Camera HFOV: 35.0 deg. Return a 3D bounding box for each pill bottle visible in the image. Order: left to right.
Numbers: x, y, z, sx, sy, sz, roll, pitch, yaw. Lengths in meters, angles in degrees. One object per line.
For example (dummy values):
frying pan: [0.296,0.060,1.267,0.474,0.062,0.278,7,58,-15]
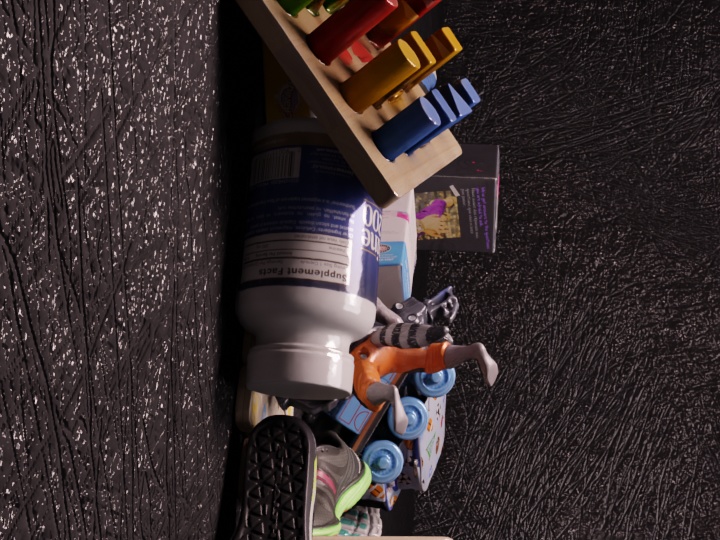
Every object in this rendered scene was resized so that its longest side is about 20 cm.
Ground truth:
pill bottle: [-0.040,-0.006,0.886,0.111,0.109,0.203,67,26,-74]

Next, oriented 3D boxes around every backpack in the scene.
backpack: [0.023,0.168,1.362,0.200,0.152,0.193,-65,147,-66]

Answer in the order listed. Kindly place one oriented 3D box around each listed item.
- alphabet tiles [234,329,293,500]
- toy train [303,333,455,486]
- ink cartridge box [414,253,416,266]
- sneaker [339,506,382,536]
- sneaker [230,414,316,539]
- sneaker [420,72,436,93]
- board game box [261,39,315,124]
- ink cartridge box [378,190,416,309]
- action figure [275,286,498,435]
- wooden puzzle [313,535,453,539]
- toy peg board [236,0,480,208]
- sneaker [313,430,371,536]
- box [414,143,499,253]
alphabet tiles: [-0.079,0.110,0.997,0.200,0.014,0.198,76,17,-67]
toy train: [0.019,0.137,1.231,0.201,0.114,0.087,-58,-174,-4]
ink cartridge box: [0.000,0.000,1.224,0.200,0.107,0.051,-71,162,-67]
sneaker: [-0.013,0.320,1.395,0.200,0.077,0.092,-57,165,-62]
sneaker: [-0.065,0.211,0.881,0.083,0.071,0.202,86,14,-60]
sneaker: [0.094,-0.318,2.016,0.200,0.076,0.113,32,55,-77]
board game box: [-0.052,-0.157,1.029,0.153,0.040,0.203,-73,164,-64]
ink cartridge box: [-0.004,-0.030,1.137,0.201,0.113,0.069,-79,164,-56]
action figure: [0.024,0.048,0.966,0.199,0.192,0.106,-35,130,-30]
wooden puzzle: [-0.010,0.333,1.013,0.046,0.183,0.203,-175,-92,-76]
toy peg board: [0.024,-0.174,0.874,0.200,0.097,0.200,55,24,-2]
sneaker: [-0.053,0.215,1.094,0.084,0.076,0.200,57,19,-3]
box: [0.078,-0.097,1.471,0.123,0.197,0.107,-75,166,-62]
